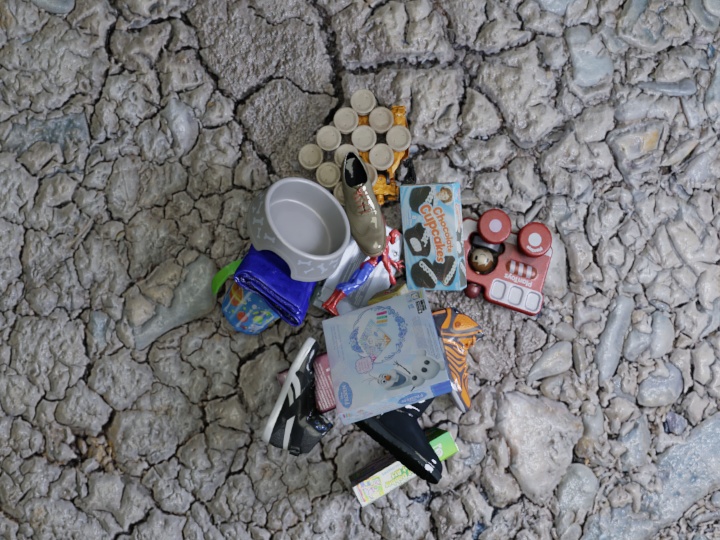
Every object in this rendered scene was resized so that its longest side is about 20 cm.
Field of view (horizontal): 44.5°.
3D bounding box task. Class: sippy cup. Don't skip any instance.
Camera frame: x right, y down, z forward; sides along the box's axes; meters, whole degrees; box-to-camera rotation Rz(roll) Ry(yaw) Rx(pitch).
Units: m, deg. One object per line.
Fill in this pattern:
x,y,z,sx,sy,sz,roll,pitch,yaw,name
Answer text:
-0.190,0.047,1.653,0.177,0.140,0.130,40,119,-7,sippy cup

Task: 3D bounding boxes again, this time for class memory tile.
-0.010,-0.236,1.701,0.153,0.017,0.200,44,85,5,memory tile

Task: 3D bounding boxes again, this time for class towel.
-0.139,-0.003,1.596,0.147,0.201,0.050,39,119,-13,towel

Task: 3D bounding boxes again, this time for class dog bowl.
-0.106,-0.081,1.593,0.197,0.059,0.203,19,49,-24,dog bowl

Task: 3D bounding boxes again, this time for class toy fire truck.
0.272,-0.016,1.706,0.197,0.112,0.171,17,82,-2,toy fire truck

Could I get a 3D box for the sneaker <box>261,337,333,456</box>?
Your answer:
-0.087,0.228,1.553,0.110,0.073,0.203,24,96,2,sneaker

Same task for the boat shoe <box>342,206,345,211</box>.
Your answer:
-0.060,-0.098,1.719,0.196,0.068,0.073,-3,81,-20,boat shoe

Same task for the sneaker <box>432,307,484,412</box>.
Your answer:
0.199,0.165,1.704,0.110,0.078,0.203,-21,86,-5,sneaker

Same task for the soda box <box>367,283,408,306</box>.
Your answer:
0.083,0.133,1.677,0.067,0.064,0.203,-18,98,23,soda box

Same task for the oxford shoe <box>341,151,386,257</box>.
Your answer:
-0.001,-0.123,1.628,0.069,0.075,0.203,-18,73,2,oxford shoe

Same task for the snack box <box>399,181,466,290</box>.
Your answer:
0.139,-0.065,1.684,0.114,0.037,0.204,0,101,30,snack box

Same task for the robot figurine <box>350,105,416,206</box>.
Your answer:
0.040,-0.225,1.739,0.142,0.058,0.204,2,84,-3,robot figurine

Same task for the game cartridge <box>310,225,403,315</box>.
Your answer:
0.000,0.000,1.701,0.132,0.040,0.203,27,87,-22,game cartridge

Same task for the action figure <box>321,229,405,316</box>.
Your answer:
0.025,0.017,1.662,0.099,0.065,0.201,39,83,-18,action figure

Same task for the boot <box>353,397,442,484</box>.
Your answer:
0.101,0.243,1.519,0.199,0.077,0.168,36,68,21,boot

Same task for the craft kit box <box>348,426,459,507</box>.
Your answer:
0.074,0.356,1.617,0.198,0.198,0.049,-29,88,-7,craft kit box

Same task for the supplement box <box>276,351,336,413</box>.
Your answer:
-0.043,0.200,1.649,0.197,0.131,0.105,-24,85,0,supplement box

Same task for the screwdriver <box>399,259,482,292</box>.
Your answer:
0.170,0.005,1.746,0.197,0.028,0.029,21,54,2,screwdriver

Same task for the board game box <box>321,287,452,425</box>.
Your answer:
0.042,0.146,1.525,0.196,0.044,0.202,-17,49,6,board game box
